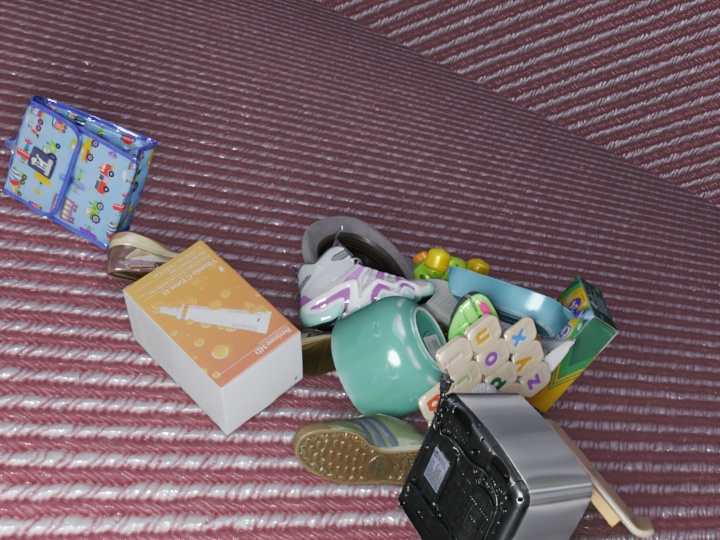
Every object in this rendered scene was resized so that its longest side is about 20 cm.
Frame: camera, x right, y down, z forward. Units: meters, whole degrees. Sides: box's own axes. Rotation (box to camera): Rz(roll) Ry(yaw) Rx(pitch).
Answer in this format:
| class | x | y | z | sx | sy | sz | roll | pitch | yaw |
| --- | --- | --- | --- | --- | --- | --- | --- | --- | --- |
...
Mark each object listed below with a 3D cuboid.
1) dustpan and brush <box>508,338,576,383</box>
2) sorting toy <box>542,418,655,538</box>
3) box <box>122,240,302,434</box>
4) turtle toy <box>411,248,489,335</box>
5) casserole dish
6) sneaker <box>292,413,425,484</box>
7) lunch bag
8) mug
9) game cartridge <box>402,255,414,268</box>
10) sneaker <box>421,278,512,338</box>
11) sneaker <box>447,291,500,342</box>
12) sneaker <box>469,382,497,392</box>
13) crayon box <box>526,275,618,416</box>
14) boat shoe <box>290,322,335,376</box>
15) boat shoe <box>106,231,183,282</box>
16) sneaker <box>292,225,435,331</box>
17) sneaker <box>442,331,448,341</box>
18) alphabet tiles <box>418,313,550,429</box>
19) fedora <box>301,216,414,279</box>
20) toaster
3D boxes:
| class | x | y | z | sx | sy | sz | roll | pitch | yaw |
| --- | --- | --- | --- | --- | --- | --- | --- | --- | --- |
| dustpan and brush | 0.203 | 0.158 | 1.459 | 0.057 | 0.201 | 0.139 | 40 | -14 | -10 |
| sorting toy | 0.299 | 0.272 | 1.356 | 0.200 | 0.036 | 0.185 | 46 | 4 | 15 |
| box | -0.180 | 0.078 | 1.262 | 0.124 | 0.098 | 0.199 | -35 | 58 | -27 |
| turtle toy | 0.143 | 0.038 | 1.658 | 0.198 | 0.148 | 0.101 | 13 | 13 | -27 |
| casserole dish | 0.206 | 0.048 | 1.464 | 0.198 | 0.039 | 0.121 | 19 | -9 | 26 |
| sneaker | 0.002 | 0.214 | 1.269 | 0.197 | 0.068 | 0.090 | 12 | 16 | -21 |
| lunch bag | -0.414 | -0.149 | 1.481 | 0.198 | 0.152 | 0.094 | 25 | 24 | 0 |
| mug | 0.049 | 0.101 | 1.376 | 0.152 | 0.113 | 0.187 | 45 | 29 | -35 |
| game cartridge | 0.028 | 0.000 | 1.739 | 0.198 | 0.042 | 0.134 | 21 | 21 | -8 |
| sneaker | 0.154 | 0.087 | 1.561 | 0.198 | 0.082 | 0.074 | 29 | 41 | -16 |
| sneaker | 0.146 | 0.080 | 1.412 | 0.076 | 0.201 | 0.085 | -19 | 61 | -6 |
| sneaker | 0.196 | 0.244 | 1.314 | 0.114 | 0.075 | 0.203 | 10 | 58 | -42 |
| crayon box | 0.289 | 0.121 | 1.535 | 0.051 | 0.201 | 0.126 | 31 | 22 | -14 |
| boat shoe | -0.088 | 0.100 | 1.386 | 0.198 | 0.074 | 0.065 | -1 | 40 | -43 |
| boat shoe | -0.258 | 0.014 | 1.426 | 0.198 | 0.072 | 0.073 | 24 | 53 | -28 |
| sneaker | 0.000 | 0.000 | 1.462 | 0.197 | 0.078 | 0.142 | -11 | 71 | -14 |
| sneaker | 0.118 | 0.135 | 1.513 | 0.078 | 0.075 | 0.201 | 19 | 25 | -25 |
| alphabet tiles | 0.165 | 0.156 | 1.358 | 0.195 | 0.202 | 0.015 | -36 | 35 | -17 |
| fedora | -0.011 | 0.019 | 1.577 | 0.176 | 0.091 | 0.200 | -23 | 59 | -42 |
| toaster | 0.147 | 0.245 | 1.171 | 0.117 | 0.202 | 0.181 | 1 | 33 | -33 |
